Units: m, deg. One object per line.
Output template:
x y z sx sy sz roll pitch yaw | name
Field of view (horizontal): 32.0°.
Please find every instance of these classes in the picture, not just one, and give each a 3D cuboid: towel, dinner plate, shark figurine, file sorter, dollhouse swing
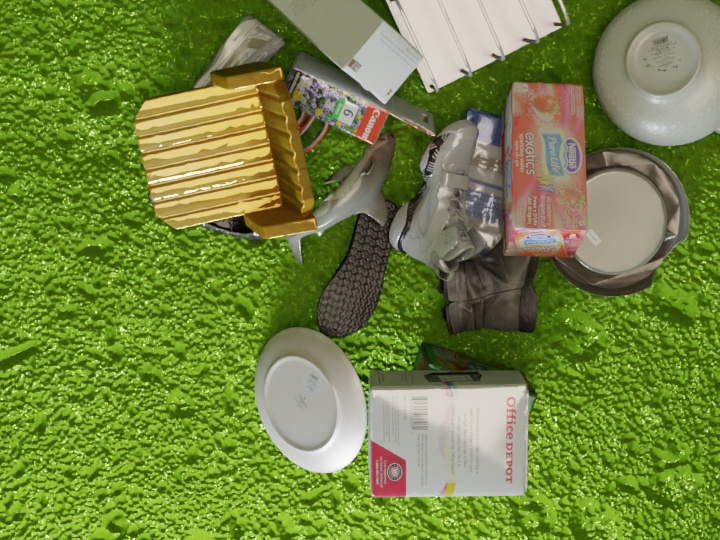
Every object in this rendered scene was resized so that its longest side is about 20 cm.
0.181 -0.106 1.695 0.146 0.024 0.202 16 100 -6 | towel
-0.074 0.176 1.678 0.199 0.024 0.202 10 106 36 | dinner plate
-0.014 -0.080 1.645 0.214 0.128 0.089 -44 109 7 | shark figurine
0.151 -0.330 1.600 0.199 0.125 0.140 -26 101 3 | file sorter
-0.173 -0.138 1.542 0.174 0.182 0.202 -15 105 -13 | dollhouse swing

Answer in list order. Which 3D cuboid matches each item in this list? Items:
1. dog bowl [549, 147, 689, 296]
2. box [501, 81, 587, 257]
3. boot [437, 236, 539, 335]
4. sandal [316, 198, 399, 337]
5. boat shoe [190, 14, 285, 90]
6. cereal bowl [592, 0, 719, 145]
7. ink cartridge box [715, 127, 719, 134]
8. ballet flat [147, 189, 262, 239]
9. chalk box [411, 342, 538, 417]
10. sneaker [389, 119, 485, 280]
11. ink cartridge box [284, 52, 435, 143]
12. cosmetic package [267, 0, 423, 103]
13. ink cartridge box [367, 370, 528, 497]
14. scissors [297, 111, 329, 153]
0.338 -0.068 1.689 0.198 0.059 0.202 0 100 -1 | dog bowl
0.232 -0.127 1.593 0.094 0.103 0.202 2 70 -1 | box
0.169 -0.011 1.667 0.130 0.070 0.202 1 94 1 | boot
0.001 0.000 1.702 0.075 0.048 0.202 25 86 -5 | sandal
-0.178 -0.234 1.633 0.065 0.074 0.203 34 91 -2 | boat shoe
0.392 -0.262 1.604 0.198 0.083 0.202 0 89 21 | cereal bowl
0.510 -0.227 1.670 0.199 0.050 0.110 28 99 -8 | ink cartridge box
-0.185 -0.077 1.656 0.198 0.057 0.067 10 103 6 | ballet flat
0.120 0.179 1.696 0.198 0.124 0.125 17 100 -6 | chalk box
0.122 -0.087 1.625 0.115 0.075 0.201 42 115 34 | sneaker
-0.003 -0.210 1.614 0.199 0.109 0.051 25 109 -7 | ink cartridge box
-0.027 -0.307 1.553 0.081 0.113 0.200 -50 59 8 | cosmetic package
0.109 0.205 1.595 0.198 0.086 0.149 0 101 -3 | ink cartridge box
-0.124 -0.147 1.680 0.073 0.014 0.200 40 96 -10 | scissors
